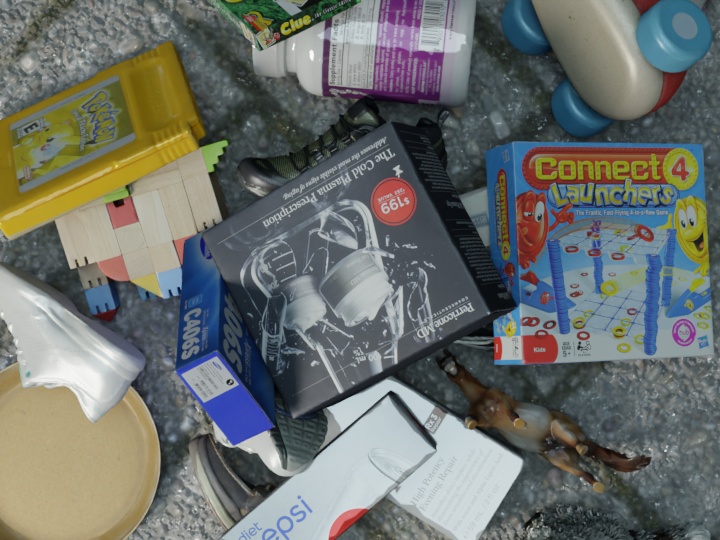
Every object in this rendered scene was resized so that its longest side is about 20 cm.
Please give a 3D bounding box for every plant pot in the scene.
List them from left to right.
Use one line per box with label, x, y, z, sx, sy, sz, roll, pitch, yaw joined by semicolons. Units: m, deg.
plant pot;-0.287;0.179;1.397;0.200;0.027;0.200;0;88;3

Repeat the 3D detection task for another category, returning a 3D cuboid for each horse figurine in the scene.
horse figurine;0.160;0.145;1.338;0.200;0.133;0.050;24;96;-7

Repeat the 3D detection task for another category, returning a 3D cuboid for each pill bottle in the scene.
pill bottle;0.004;-0.214;1.359;0.200;0.112;0.112;6;87;4

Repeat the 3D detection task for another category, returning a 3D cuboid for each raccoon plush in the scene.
raccoon plush;0.218;0.250;1.310;0.200;0.134;0.097;-20;85;2

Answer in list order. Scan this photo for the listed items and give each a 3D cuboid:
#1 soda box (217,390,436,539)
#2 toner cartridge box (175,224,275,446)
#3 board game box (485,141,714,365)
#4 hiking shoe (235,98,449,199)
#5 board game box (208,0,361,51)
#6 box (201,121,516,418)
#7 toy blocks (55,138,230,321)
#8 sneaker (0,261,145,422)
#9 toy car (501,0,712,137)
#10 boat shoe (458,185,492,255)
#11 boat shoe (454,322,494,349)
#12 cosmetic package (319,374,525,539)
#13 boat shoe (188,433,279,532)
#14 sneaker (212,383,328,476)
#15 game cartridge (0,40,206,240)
soda box;-0.027;0.196;1.293;0.200;0.063;0.068;-40;87;1
toner cartridge box;-0.116;0.051;1.276;0.043;0.200;0.095;-25;122;11
board game box;0.217;-0.016;1.329;0.200;0.056;0.196;-2;87;-21
hiking shoe;-0.016;-0.113;1.362;0.200;0.076;0.101;-2;110;-6
board game box;-0.092;-0.270;1.339;0.105;0.023;0.200;-31;44;-12
box;0.000;0.000;1.262;0.200;0.104;0.182;-30;83;17
toy blocks;-0.199;-0.032;1.380;0.200;0.100;0.137;-16;98;3
sneaker;-0.299;0.064;1.365;0.200;0.075;0.089;35;94;22
toy car;0.269;-0.246;1.342;0.200;0.184;0.177;-28;85;-27
boat shoe;0.112;-0.041;1.362;0.200;0.069;0.072;-19;96;-15
boat shoe;0.046;0.033;1.365;0.199;0.068;0.074;18;88;4
cosmetic package;0.043;0.161;1.357;0.200;0.074;0.102;31;89;3
boat shoe;-0.090;0.233;1.368;0.073;0.074;0.200;-31;95;-9
sneaker;-0.089;0.135;1.324;0.074;0.200;0.087;24;104;-25
game cartridge;-0.247;-0.125;1.350;0.200;0.176;0.032;-27;128;2
